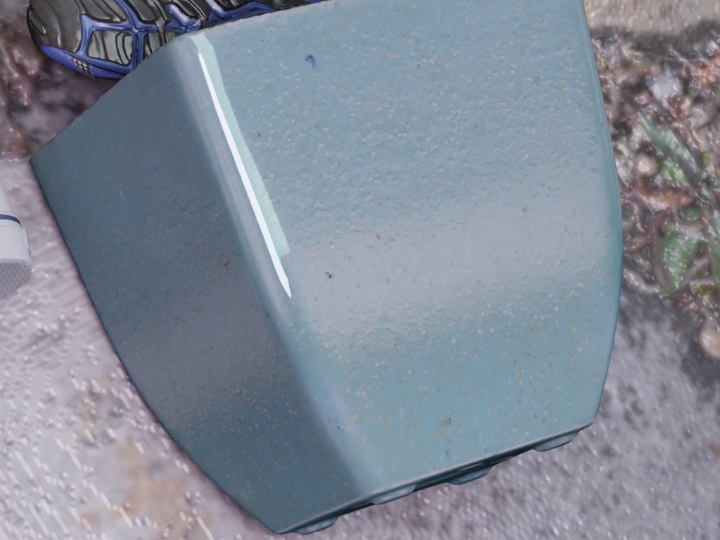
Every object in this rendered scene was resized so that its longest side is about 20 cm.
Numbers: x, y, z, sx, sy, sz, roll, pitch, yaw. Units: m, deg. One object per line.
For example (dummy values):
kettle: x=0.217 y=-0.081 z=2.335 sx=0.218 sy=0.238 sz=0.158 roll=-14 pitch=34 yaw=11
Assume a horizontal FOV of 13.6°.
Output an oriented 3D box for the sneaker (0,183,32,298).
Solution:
sneaker: x=-0.238 y=-0.012 z=1.275 sx=0.199 sy=0.073 sz=0.071 roll=-7 pitch=63 yaw=-35

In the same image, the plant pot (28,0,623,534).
plant pot: x=0.000 y=0.000 z=1.304 sx=0.195 sy=0.196 sz=0.201 roll=-15 pitch=84 yaw=-27

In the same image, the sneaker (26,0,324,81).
sneaker: x=-0.064 y=-0.109 z=1.365 sx=0.199 sy=0.078 sz=0.076 roll=-4 pitch=70 yaw=-36
